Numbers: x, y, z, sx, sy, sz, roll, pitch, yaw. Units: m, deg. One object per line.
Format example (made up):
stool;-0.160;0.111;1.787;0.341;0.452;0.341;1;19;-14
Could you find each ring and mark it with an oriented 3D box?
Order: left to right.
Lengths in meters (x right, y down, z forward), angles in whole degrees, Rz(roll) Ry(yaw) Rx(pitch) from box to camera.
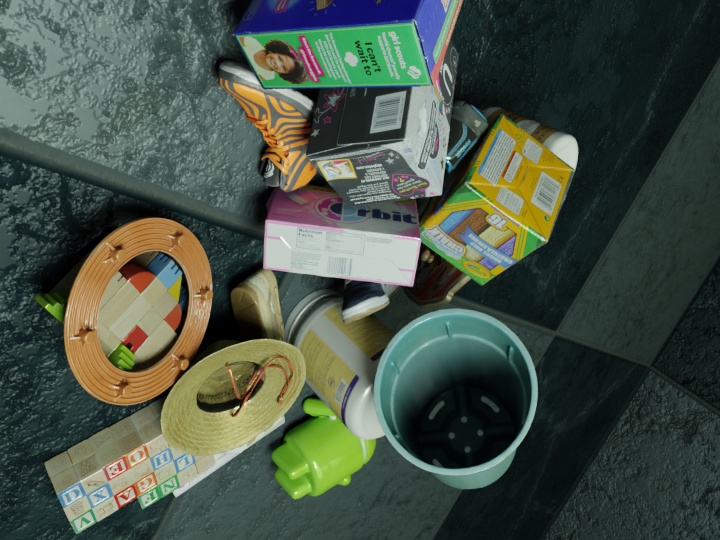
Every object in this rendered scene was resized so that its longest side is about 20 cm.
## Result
ring;-0.226;0.046;0.680;0.199;0.019;0.207;-33;129;-54

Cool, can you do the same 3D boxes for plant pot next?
plant pot;0.131;0.188;0.826;0.200;0.199;0.198;-43;148;-12

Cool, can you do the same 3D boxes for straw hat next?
straw hat;-0.176;0.140;0.828;0.197;0.085;0.205;-21;135;-22

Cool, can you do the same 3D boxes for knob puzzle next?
knob puzzle;0.127;-0.027;1.005;0.030;0.220;0.223;29;97;-21

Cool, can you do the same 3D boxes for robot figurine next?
robot figurine;-0.055;0.306;1.089;0.197;0.115;0.180;-24;121;-32

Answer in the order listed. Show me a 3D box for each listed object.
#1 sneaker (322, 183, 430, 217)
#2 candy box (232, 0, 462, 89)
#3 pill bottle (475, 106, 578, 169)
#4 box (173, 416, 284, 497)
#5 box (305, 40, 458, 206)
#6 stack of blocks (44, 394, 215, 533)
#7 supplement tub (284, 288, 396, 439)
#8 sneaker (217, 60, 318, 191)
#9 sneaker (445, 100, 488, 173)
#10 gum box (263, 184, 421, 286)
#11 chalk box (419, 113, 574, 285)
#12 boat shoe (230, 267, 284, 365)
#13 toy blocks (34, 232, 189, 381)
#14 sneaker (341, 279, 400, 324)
sneaker;0.008;-0.079;0.872;0.199;0.115;0.075;-39;141;-15
candy box;-0.002;-0.266;0.615;0.077;0.195;0.173;53;50;-51
pill bottle;0.208;-0.175;0.932;0.113;0.198;0.117;-29;136;-33
box;-0.207;0.263;0.963;0.197;0.041;0.039;-31;137;-27
box;0.033;-0.194;0.733;0.115;0.129;0.206;41;52;-53
stack of blocks;-0.302;0.259;0.847;0.197;0.058;0.118;-27;134;-30
supplement tub;-0.014;0.132;0.936;0.143;0.199;0.149;-25;134;-29
sneaker;-0.099;-0.156;0.735;0.198;0.077;0.114;18;104;-50
sneaker;0.077;-0.166;0.823;0.073;0.199;0.083;38;77;-23
gum box;-0.027;-0.048;0.786;0.193;0.115;0.068;7;120;-3
chalk box;0.159;-0.078;0.828;0.127;0.122;0.200;-60;-173;-28
boat shoe;-0.133;0.089;0.887;0.065;0.070;0.204;-48;151;-42
toy blocks;-0.256;0.038;0.719;0.138;0.098;0.202;-51;143;-21
sneaker;0.000;0.000;0.893;0.068;0.111;0.200;-21;-175;17
